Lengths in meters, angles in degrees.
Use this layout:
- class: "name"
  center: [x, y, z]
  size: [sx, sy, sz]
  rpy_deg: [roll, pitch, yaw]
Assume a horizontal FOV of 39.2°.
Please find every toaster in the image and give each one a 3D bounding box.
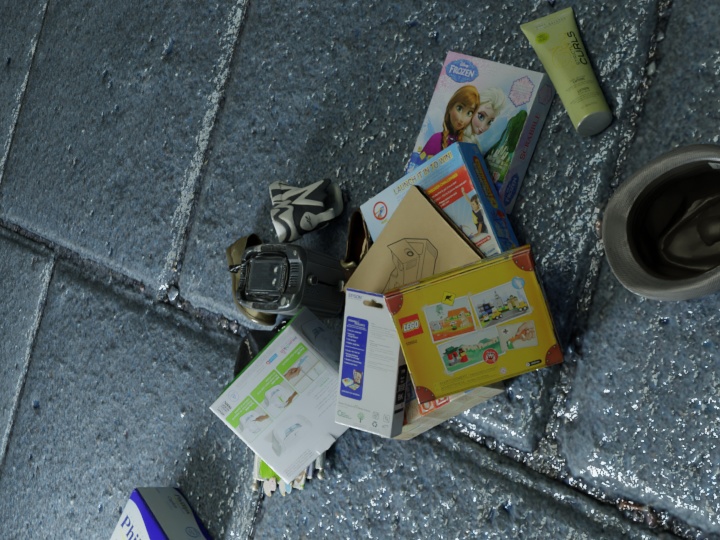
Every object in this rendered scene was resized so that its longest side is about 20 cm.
- class: "toaster"
  center: [-0.114, 0.021, 1.673]
  size: [0.199, 0.128, 0.115]
  rpy_deg: [-1, 78, 46]

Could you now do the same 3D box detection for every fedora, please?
- class: "fedora"
  center: [-0.152, 0.166, 1.685]
  size: [0.200, 0.091, 0.203]
  rpy_deg: [-25, 55, 41]
- class: "fedora"
  center: [0.391, -0.049, 1.174]
  size: [0.199, 0.090, 0.179]
  rpy_deg: [-32, 59, 30]

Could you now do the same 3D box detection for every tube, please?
- class: "tube"
  center: [0.283, -0.276, 1.379]
  size: [0.052, 0.057, 0.202]
  rpy_deg: [-50, 45, 45]

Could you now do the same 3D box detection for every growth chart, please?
- class: "growth chart"
  center: [-0.118, 0.300, 1.687]
  size: [0.199, 0.018, 0.147]
  rpy_deg: [-18, 68, 44]

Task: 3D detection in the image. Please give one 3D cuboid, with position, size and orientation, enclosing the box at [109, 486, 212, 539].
- class: "box"
  center: [-0.373, 0.528, 1.837]
  size: [0.184, 0.104, 0.201]
  rpy_deg: [40, 109, 44]

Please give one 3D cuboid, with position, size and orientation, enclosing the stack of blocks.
- class: "stack of blocks"
  center: [0.104, 0.153, 1.454]
  size: [0.199, 0.058, 0.116]
  rpy_deg: [-33, 57, 37]

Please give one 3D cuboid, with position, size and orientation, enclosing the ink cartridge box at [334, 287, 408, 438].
- class: "ink cartridge box"
  center: [0.020, 0.128, 1.436]
  size: [0.099, 0.039, 0.203]
  rpy_deg: [12, 102, 32]

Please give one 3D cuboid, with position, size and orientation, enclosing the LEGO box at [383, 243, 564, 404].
- class: "LEGO box"
  center: [0.148, 0.069, 1.312]
  size: [0.198, 0.077, 0.151]
  rpy_deg: [-17, 93, 10]

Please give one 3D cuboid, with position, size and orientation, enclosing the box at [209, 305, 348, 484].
- class: "box"
  center: [-0.098, 0.193, 1.554]
  size: [0.176, 0.097, 0.200]
  rpy_deg: [43, 110, -3]

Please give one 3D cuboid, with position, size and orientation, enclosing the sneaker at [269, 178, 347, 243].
- class: "sneaker"
  center: [-0.085, -0.115, 1.728]
  size: [0.199, 0.128, 0.080]
  rpy_deg: [-101, -4, -73]

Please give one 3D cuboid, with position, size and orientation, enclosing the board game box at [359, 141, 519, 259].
- class: "board game box"
  center: [0.115, -0.048, 1.441]
  size: [0.199, 0.056, 0.198]
  rpy_deg: [-30, 73, 37]

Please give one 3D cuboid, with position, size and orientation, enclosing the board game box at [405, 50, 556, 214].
- class: "board game box"
  center: [0.173, -0.207, 1.487]
  size: [0.199, 0.041, 0.202]
  rpy_deg: [26, 99, 46]

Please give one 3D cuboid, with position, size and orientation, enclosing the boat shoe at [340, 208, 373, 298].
- class: "boat shoe"
  center: [-0.004, 0.000, 1.600]
  size: [0.074, 0.074, 0.205]
  rpy_deg: [-1, 79, 47]

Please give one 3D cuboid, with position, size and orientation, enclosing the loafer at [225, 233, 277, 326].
- class: "loafer"
  center: [-0.189, 0.011, 1.797]
  size: [0.068, 0.075, 0.201]
  rpy_deg: [-53, 47, 32]

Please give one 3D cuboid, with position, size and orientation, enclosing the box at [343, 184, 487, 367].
- class: "box"
  center: [0.074, 0.008, 1.427]
  size: [0.164, 0.021, 0.201]
  rpy_deg: [49, 121, 26]
